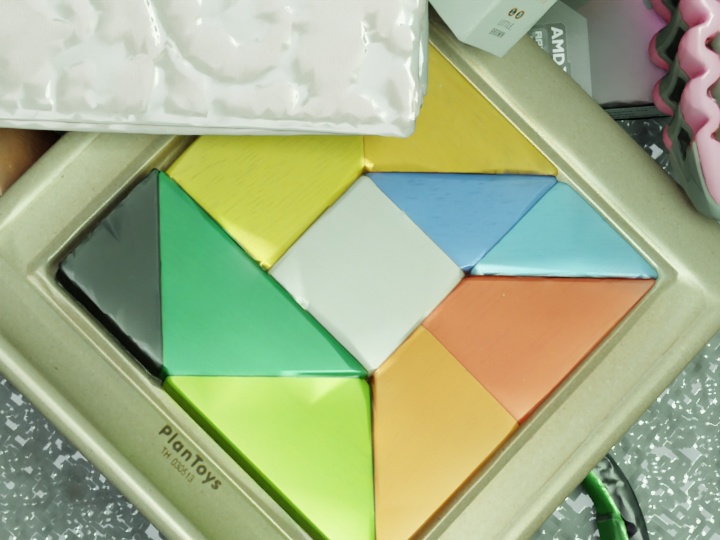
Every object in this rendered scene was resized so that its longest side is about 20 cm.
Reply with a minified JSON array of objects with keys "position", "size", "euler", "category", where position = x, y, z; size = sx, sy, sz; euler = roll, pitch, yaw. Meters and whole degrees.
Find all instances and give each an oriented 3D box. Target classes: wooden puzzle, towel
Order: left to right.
[{"position":[-0.072,-0.140,0.824],"size":[0.189,0.032,0.202],"euler":[3,96,4],"category":"towel"},{"position":[0.000,0.000,0.859],"size":[0.185,0.037,0.200],"euler":[44,70,0],"category":"wooden puzzle"}]

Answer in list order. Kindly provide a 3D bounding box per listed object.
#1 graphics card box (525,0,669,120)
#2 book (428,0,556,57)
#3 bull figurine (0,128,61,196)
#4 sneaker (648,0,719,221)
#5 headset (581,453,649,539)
[{"position":[0.141,-0.116,0.927],"size":[0.198,0.051,0.127],"euler":[-3,88,7],"category":"graphics card box"},{"position":[0.068,-0.181,0.842],"size":[0.200,0.048,0.134],"euler":[-45,61,20],"category":"book"},{"position":[-0.107,-0.017,0.913],"size":[0.065,0.121,0.200],"euler":[-42,85,2],"category":"bull figurine"},{"position":[0.140,-0.113,0.872],"size":[0.095,0.079,0.202],"euler":[6,90,-5],"category":"sneaker"},{"position":[-0.002,0.106,0.912],"size":[0.198,0.094,0.124],"euler":[-12,87,-6],"category":"headset"}]
